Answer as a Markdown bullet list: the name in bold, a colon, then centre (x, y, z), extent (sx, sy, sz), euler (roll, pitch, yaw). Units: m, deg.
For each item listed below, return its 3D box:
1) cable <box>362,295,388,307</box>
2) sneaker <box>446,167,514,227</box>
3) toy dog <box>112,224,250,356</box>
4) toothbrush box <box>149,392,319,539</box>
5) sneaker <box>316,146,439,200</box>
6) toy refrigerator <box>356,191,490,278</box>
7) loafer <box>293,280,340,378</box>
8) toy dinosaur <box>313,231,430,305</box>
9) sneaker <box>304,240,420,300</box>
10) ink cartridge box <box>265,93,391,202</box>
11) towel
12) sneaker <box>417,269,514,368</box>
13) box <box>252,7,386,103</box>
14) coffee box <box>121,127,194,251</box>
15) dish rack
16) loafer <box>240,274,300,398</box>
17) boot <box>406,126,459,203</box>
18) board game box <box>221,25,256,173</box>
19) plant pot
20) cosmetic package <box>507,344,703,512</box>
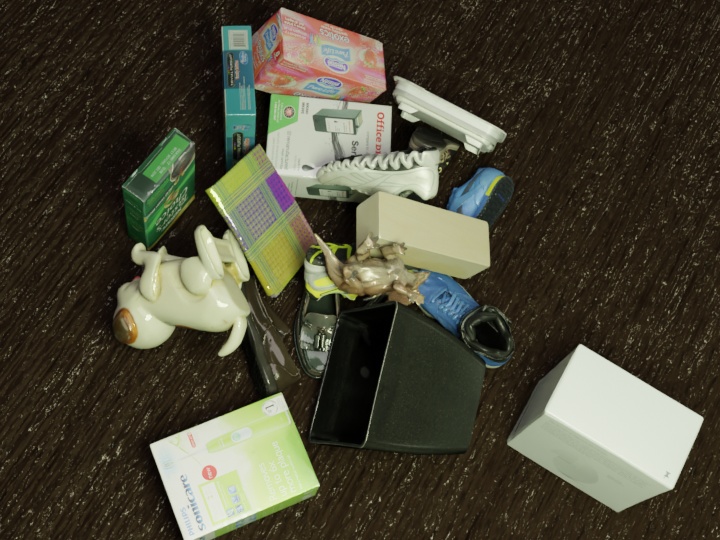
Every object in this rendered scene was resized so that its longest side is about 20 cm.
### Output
- **cable**: centre (0.045, 0.017, 1.598), extent (0.097, 0.050, 0.201), euler (17, 80, -19)
- **sneaker**: centre (0.164, -0.083, 1.637), extent (0.078, 0.066, 0.200), euler (27, 75, 41)
- **toy dog**: centre (-0.264, 0.044, 1.469), extent (0.199, 0.140, 0.195), euler (-21, 91, 15)
- **toothbrush box**: centre (-0.177, 0.282, 1.433), extent (0.199, 0.086, 0.146), euler (-20, 73, -13)
- **sneaker**: centre (0.024, -0.136, 1.510), extent (0.199, 0.075, 0.081), euler (-2, 102, 27)
- **toy refrigerator**: centre (0.092, -0.049, 1.506), extent (0.199, 0.070, 0.076), euler (13, 65, -30)
- **loafer**: centre (-0.063, 0.061, 1.543), extent (0.071, 0.063, 0.201), euler (4, 69, -6)
- **toy dinosaur**: centre (0.014, 0.012, 1.449), extent (0.199, 0.136, 0.086), euler (15, 70, -15)
- **sneaker**: centre (0.000, 0.000, 1.528), extent (0.199, 0.077, 0.075), euler (-1, 31, -29)
- **ink cartridge box**: centre (-0.051, -0.195, 1.630), extent (0.199, 0.084, 0.147), euler (4, 70, -6)
- **towel**: centre (-0.143, -0.072, 1.527), extent (0.144, 0.023, 0.200), euler (-50, 120, -42)
- **sneaker**: centre (0.156, 0.063, 1.536), extent (0.077, 0.111, 0.200), euler (-41, 83, -11)
- **box**: centre (-0.067, -0.331, 1.628), extent (0.199, 0.102, 0.095), euler (11, 64, -36)
- **coffee box**: centre (-0.296, -0.116, 1.507), extent (0.044, 0.200, 0.123), euler (35, 67, 4)
- **dish rack**: centre (0.136, -0.243, 1.641), extent (0.199, 0.172, 0.044), euler (27, 93, 4)
- **loafer**: centre (-0.144, 0.093, 1.524), extent (0.071, 0.073, 0.201), euler (-12, 74, -24)
- **boot**: centre (0.093, -0.146, 1.619), extent (0.073, 0.200, 0.151), euler (24, 105, 5)
- **board game box**: centre (-0.190, -0.258, 1.573), extent (0.047, 0.200, 0.152), euler (-2, 69, -8)
- **plant pot**: centre (0.061, 0.172, 1.443), extent (0.177, 0.199, 0.201), euler (20, 75, -21)
- **cosmetic package**: centre (0.345, 0.230, 1.459), extent (0.199, 0.200, 0.123), euler (31, 69, 4)
